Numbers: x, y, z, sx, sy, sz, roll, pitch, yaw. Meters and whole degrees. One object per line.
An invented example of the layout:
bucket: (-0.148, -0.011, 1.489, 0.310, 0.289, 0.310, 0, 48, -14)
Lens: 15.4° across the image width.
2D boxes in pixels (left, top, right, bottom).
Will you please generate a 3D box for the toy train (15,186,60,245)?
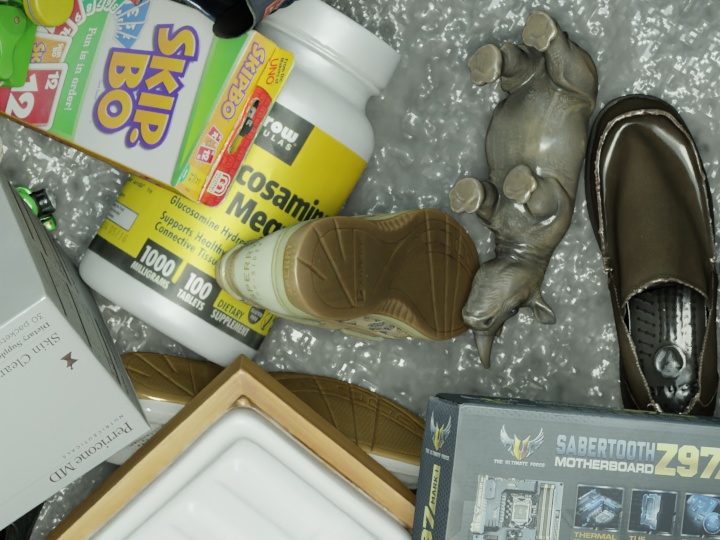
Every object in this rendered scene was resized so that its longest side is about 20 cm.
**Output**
toy train: (-0.259, 0.014, 1.522, 0.199, 0.042, 0.057, -25, 99, -1)

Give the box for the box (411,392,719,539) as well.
box: (0.126, 0.151, 1.393, 0.199, 0.051, 0.159, 5, 93, -19)

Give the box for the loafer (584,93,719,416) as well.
loafer: (0.174, -0.002, 1.510, 0.073, 0.071, 0.201, -10, 89, -1)

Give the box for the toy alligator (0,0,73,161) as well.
toy alligator: (-0.201, -0.150, 1.495, 0.059, 0.054, 0.201, 3, 70, 42)

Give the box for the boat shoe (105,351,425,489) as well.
boat shoe: (-0.052, 0.100, 1.514, 0.199, 0.071, 0.070, 13, 115, -8)

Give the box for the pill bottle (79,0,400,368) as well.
pill bottle: (-0.063, -0.055, 1.487, 0.112, 0.112, 0.201, 30, 89, 0)

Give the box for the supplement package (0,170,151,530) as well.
supplement package: (-0.238, 0.065, 1.437, 0.200, 0.156, 0.111, -34, 127, 2)

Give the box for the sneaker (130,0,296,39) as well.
sneaker: (-0.043, -0.162, 1.414, 0.199, 0.075, 0.085, 1, 58, -24)

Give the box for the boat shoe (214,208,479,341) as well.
boat shoe: (0.000, 0.000, 1.466, 0.062, 0.200, 0.074, -1, 83, 33)

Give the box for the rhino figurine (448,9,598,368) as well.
rhino figurine: (0.092, -0.043, 1.506, 0.059, 0.087, 0.201, 10, 90, 28)

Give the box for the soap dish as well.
soap dish: (-0.075, 0.152, 1.455, 0.157, 0.081, 0.200, 39, 112, -21)

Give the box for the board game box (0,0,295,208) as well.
board game box: (-0.125, -0.105, 1.468, 0.199, 0.030, 0.096, 24, 85, 40)

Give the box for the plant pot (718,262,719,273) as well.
plant pot: (0.279, 0.025, 1.446, 0.141, 0.200, 0.142, -27, 89, -1)

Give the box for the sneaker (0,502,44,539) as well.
sneaker: (-0.211, 0.142, 1.486, 0.060, 0.104, 0.201, 15, 89, 0)
